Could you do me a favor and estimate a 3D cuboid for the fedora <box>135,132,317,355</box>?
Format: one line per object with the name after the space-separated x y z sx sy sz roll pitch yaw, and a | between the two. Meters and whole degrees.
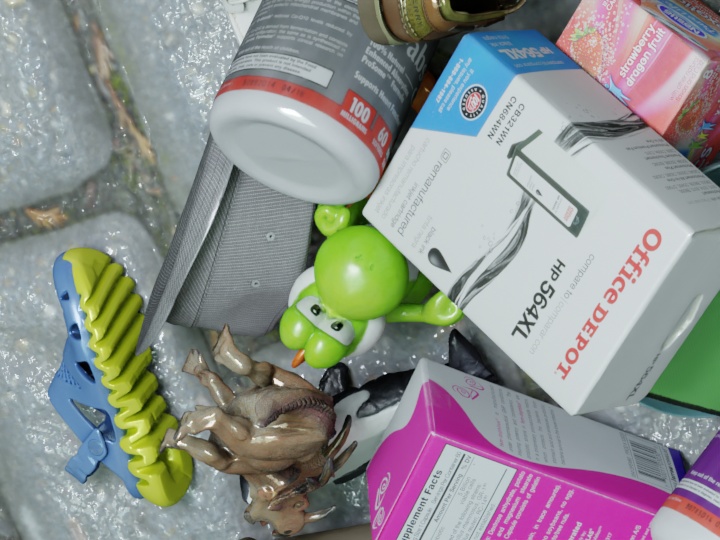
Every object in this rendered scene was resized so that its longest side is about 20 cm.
-0.078 -0.025 1.655 0.090 0.177 0.201 18 107 -6 | fedora

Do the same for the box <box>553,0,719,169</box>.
0.160 -0.083 1.580 0.103 0.094 0.201 43 117 25 | box

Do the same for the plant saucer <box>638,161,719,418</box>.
0.240 0.007 1.592 0.199 0.027 0.201 -9 125 -13 | plant saucer

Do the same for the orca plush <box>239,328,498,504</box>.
-0.007 0.090 1.721 0.200 0.105 0.071 -37 64 27 | orca plush

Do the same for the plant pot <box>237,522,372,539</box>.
0.001 0.257 1.724 0.173 0.200 0.201 -25 100 7 | plant pot

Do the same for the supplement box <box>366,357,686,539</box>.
0.114 0.153 1.655 0.199 0.101 0.104 22 114 -12 | supplement box

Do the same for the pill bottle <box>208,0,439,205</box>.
-0.009 -0.153 1.560 0.115 0.201 0.116 20 158 9 | pill bottle

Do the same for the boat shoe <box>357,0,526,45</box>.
0.081 -0.183 1.524 0.068 0.200 0.072 -1 114 37 | boat shoe

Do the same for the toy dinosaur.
-0.052 0.104 1.598 0.135 0.086 0.200 24 160 -10 | toy dinosaur

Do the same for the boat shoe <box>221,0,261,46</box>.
-0.074 -0.204 1.619 0.070 0.069 0.201 -13 104 19 | boat shoe

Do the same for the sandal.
-0.191 0.082 1.772 0.087 0.079 0.201 -8 104 23 | sandal

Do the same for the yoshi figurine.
0.013 -0.006 1.606 0.112 0.200 0.113 4 115 19 | yoshi figurine

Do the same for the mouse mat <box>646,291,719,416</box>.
0.279 0.014 1.590 0.160 0.008 0.201 15 116 -27 | mouse mat

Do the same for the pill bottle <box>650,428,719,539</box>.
0.283 0.124 1.570 0.112 0.112 0.200 38 82 1 | pill bottle

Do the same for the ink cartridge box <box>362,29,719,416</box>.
0.119 -0.031 1.504 0.200 0.084 0.146 44 118 26 | ink cartridge box

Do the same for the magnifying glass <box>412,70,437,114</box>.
-0.008 -0.174 1.656 0.200 0.022 0.080 47 115 -3 | magnifying glass
